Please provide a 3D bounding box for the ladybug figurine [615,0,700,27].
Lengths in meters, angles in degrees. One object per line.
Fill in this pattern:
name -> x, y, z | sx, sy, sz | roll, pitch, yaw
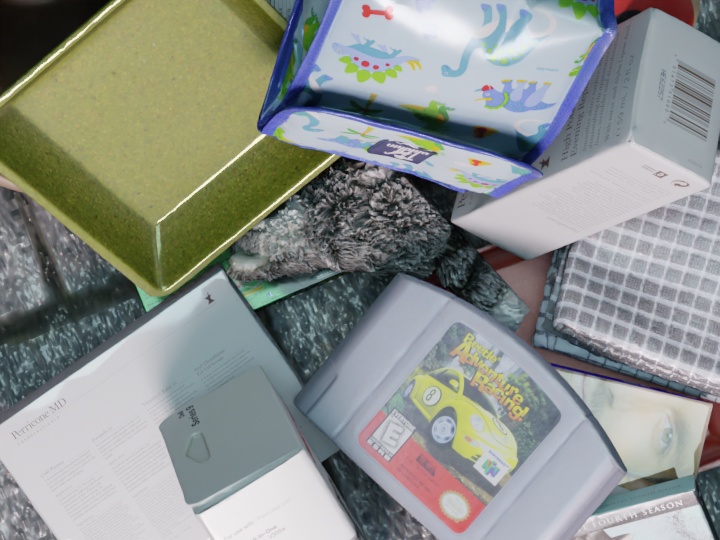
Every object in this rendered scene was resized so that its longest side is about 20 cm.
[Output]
ladybug figurine -> 0.148, -0.178, 1.384 | 0.135, 0.200, 0.072 | 3, 64, 25

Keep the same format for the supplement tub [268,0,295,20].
supplement tub -> -0.003, -0.171, 1.448 | 0.199, 0.122, 0.123 | -4, 87, 21

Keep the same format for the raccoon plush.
raccoon plush -> 0.000, 0.000, 1.444 | 0.134, 0.097, 0.200 | -43, 78, 4

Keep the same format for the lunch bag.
lunch bag -> 0.042, -0.130, 1.290 | 0.169, 0.200, 0.128 | 15, 50, -12

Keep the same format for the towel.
towel -> 0.230, -0.001, 1.439 | 0.199, 0.086, 0.166 | 18, 86, 1

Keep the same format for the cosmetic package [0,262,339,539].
cosmetic package -> -0.136, 0.113, 1.474 | 0.200, 0.052, 0.151 | -34, 101, -2

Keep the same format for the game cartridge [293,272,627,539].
game cartridge -> 0.068, 0.101, 1.388 | 0.200, 0.041, 0.133 | 41, 93, 14

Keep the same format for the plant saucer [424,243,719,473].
plant saucer -> 0.143, 0.069, 1.495 | 0.199, 0.037, 0.200 | -20, 87, 0

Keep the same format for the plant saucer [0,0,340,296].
plant saucer -> -0.123, -0.104, 1.373 | 0.200, 0.048, 0.200 | -38, 129, 12

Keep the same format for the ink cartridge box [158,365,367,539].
ink cartridge box -> -0.041, 0.182, 1.398 | 0.084, 0.146, 0.200 | -31, 115, -3

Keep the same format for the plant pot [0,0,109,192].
plant pot -> -0.205, -0.179, 1.431 | 0.199, 0.175, 0.201 | -10, 130, -12

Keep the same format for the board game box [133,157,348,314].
board game box -> -0.069, -0.029, 1.508 | 0.199, 0.023, 0.105 | -22, 89, -2

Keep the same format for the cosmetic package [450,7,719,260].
cosmetic package -> 0.146, -0.084, 1.378 | 0.074, 0.200, 0.102 | 25, 64, -25

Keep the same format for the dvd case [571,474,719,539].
dvd case -> 0.187, 0.237, 1.429 | 0.146, 0.022, 0.200 | -16, 115, 16

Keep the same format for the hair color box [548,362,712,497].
hair color box -> 0.128, 0.118, 1.444 | 0.199, 0.065, 0.110 | 13, 88, -1
